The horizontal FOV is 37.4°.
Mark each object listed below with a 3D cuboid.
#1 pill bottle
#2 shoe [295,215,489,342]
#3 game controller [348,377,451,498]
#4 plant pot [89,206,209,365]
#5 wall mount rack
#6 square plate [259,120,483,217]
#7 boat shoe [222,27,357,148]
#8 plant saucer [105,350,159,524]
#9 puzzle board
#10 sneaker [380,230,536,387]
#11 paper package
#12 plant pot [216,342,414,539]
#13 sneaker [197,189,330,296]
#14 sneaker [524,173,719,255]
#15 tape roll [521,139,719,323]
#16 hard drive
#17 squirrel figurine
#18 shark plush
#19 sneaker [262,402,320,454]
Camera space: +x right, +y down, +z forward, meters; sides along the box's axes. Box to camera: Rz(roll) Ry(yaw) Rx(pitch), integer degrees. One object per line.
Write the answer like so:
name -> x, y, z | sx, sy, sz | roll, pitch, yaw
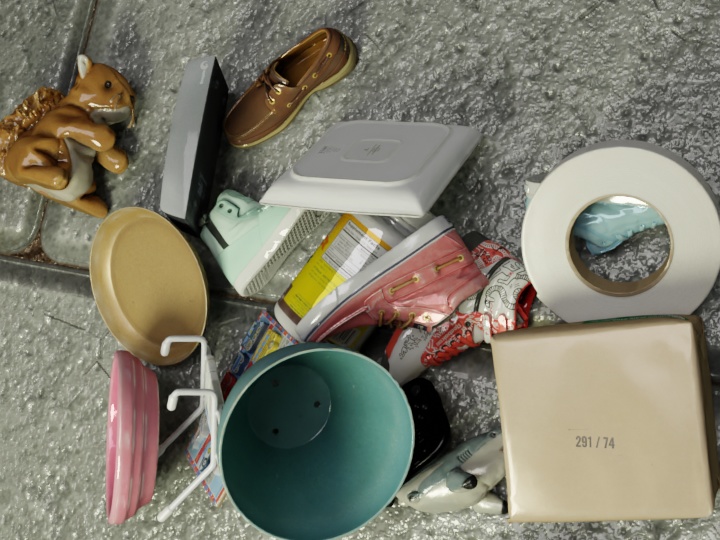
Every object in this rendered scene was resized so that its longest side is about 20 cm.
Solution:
pill bottle -> 0.000, 0.000, 1.197 | 0.109, 0.109, 0.200 | 41, 96, 26
shoe -> 0.034, 0.036, 1.104 | 0.200, 0.071, 0.091 | -36, 82, 0
game controller -> 0.014, 0.204, 1.152 | 0.200, 0.042, 0.105 | -41, 30, 17
plant pot -> -0.257, 0.018, 1.315 | 0.199, 0.027, 0.202 | 11, 110, 33
wall mount rack -> -0.199, 0.178, 1.221 | 0.200, 0.074, 0.175 | -117, 30, -60
square plate -> 0.014, -0.123, 1.188 | 0.197, 0.200, 0.029 | 6, 124, 25
boat shoe -> -0.098, -0.231, 1.313 | 0.200, 0.067, 0.072 | -37, 67, 13
plant saucer -> -0.269, 0.195, 1.255 | 0.050, 0.200, 0.202 | 2, 76, -17
puzzle board -> -0.139, 0.153, 1.229 | 0.201, 0.017, 0.151 | -61, 26, 2
sneaker -> 0.110, 0.065, 1.156 | 0.108, 0.067, 0.202 | 34, 91, 29
paper package -> 0.240, 0.144, 1.043 | 0.199, 0.103, 0.192 | -7, 89, 23
plant pot -> -0.059, 0.160, 1.103 | 0.201, 0.199, 0.135 | -60, 21, 2
sneaker -> -0.113, -0.080, 1.281 | 0.201, 0.074, 0.118 | -47, 71, 11
sneaker -> 0.272, -0.057, 1.121 | 0.199, 0.074, 0.083 | 6, 111, 20
tape roll -> 0.262, -0.030, 1.074 | 0.201, 0.037, 0.204 | 6, 110, 17
hard drive -> -0.202, -0.150, 1.304 | 0.042, 0.135, 0.202 | 9, 81, 2
squirrel figurine -> -0.393, -0.192, 1.404 | 0.199, 0.142, 0.188 | 17, 80, 24
shark plush -> 0.085, 0.222, 1.157 | 0.199, 0.091, 0.084 | -24, 48, 39
sneaker -> -0.084, 0.173, 1.208 | 0.074, 0.087, 0.202 | 6, 81, 23
